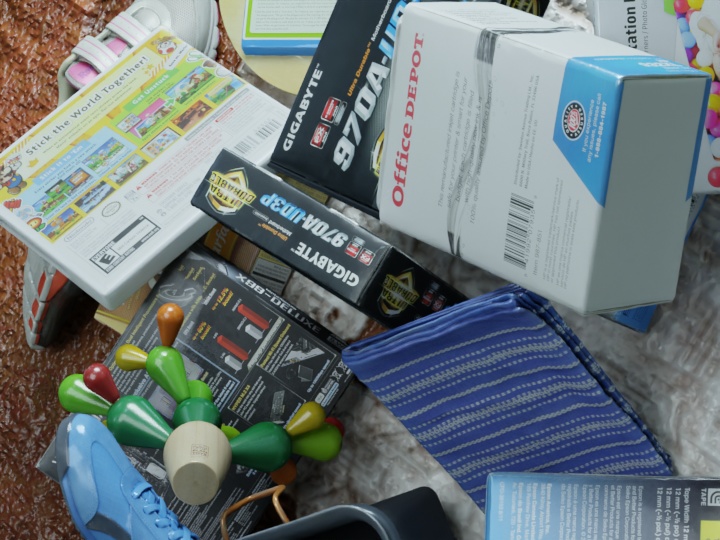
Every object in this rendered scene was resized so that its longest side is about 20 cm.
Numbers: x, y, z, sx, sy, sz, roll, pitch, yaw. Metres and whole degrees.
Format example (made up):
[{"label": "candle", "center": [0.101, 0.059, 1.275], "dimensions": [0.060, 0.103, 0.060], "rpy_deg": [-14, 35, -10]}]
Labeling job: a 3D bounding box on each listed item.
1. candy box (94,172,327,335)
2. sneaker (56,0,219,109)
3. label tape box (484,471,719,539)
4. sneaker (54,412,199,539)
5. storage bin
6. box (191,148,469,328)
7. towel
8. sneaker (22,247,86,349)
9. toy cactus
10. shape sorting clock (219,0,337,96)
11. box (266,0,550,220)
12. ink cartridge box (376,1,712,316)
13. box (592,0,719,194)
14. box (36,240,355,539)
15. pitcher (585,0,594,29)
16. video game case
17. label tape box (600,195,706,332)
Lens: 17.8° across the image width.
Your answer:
[{"label": "candy box", "center": [-0.106, -0.025, 1.726], "dimensions": [0.115, 0.055, 0.201], "rpy_deg": [29, 96, 34]}, {"label": "sneaker", "center": [-0.181, -0.153, 1.788], "dimensions": [0.081, 0.088, 0.201], "rpy_deg": [28, 94, 35]}, {"label": "label tape box", "center": [0.179, 0.205, 1.468], "dimensions": [0.198, 0.066, 0.145], "rpy_deg": [1, 78, 11]}, {"label": "sneaker", "center": [-0.129, 0.177, 1.487], "dimensions": [0.078, 0.066, 0.201], "rpy_deg": [-23, 92, 24]}, {"label": "storage bin", "center": [-0.029, 0.211, 1.555], "dimensions": [0.199, 0.134, 0.147], "rpy_deg": [-22, 91, 27]}, {"label": "box", "center": [0.000, 0.000, 1.553], "dimensions": [0.158, 0.200, 0.046], "rpy_deg": [31, 89, 34]}, {"label": "towel", "center": [0.096, 0.092, 1.486], "dimensions": [0.144, 0.200, 0.024], "rpy_deg": [-21, 40, 28]}, {"label": "sneaker", "center": [-0.206, -0.016, 1.780], "dimensions": [0.077, 0.081, 0.201], "rpy_deg": [-109, 36, -48]}, {"label": "toy cactus", "center": [-0.103, 0.104, 1.548], "dimensions": [0.165, 0.199, 0.103], "rpy_deg": [-99, 32, -71]}, {"label": "shape sorting clock", "center": [-0.013, -0.222, 1.689], "dimensions": [0.198, 0.039, 0.202], "rpy_deg": [-4, 81, 24]}, {"label": "box", "center": [0.034, -0.136, 1.579], "dimensions": [0.159, 0.046, 0.201], "rpy_deg": [27, 94, 47]}, {"label": "ink cartridge box", "center": [0.109, -0.074, 1.423], "dimensions": [0.199, 0.083, 0.146], "rpy_deg": [26, 115, 47]}, {"label": "box", "center": [0.247, -0.128, 1.447], "dimensions": [0.198, 0.041, 0.157], "rpy_deg": [-2, 95, 3]}, {"label": "box", "center": [-0.114, 0.103, 1.658], "dimensions": [0.157, 0.050, 0.201], "rpy_deg": [33, 99, 1]}, {"label": "pitcher", "center": [0.195, -0.247, 1.518], "dimensions": [0.121, 0.170, 0.202], "rpy_deg": [-5, 71, 67]}, {"label": "video game case", "center": [-0.162, -0.078, 1.672], "dimensions": [0.200, 0.023, 0.182], "rpy_deg": [-41, 50, -18]}, {"label": "label tape box", "center": [0.128, -0.065, 1.555], "dimensions": [0.199, 0.066, 0.144], "rpy_deg": [26, 93, 26]}]
